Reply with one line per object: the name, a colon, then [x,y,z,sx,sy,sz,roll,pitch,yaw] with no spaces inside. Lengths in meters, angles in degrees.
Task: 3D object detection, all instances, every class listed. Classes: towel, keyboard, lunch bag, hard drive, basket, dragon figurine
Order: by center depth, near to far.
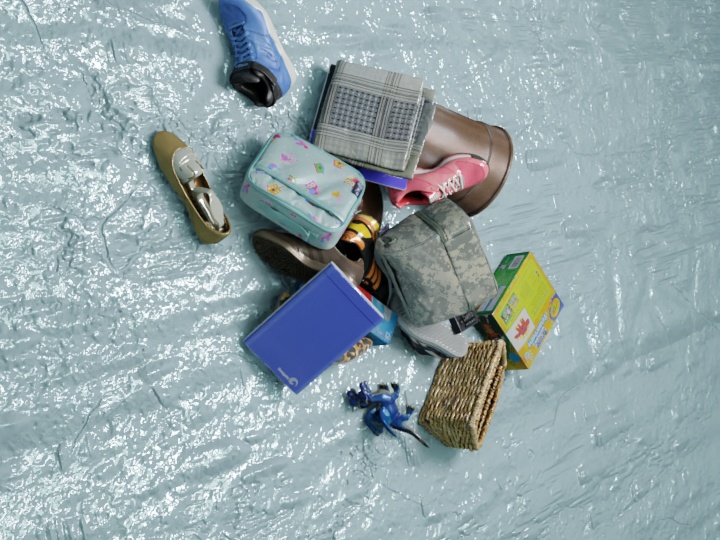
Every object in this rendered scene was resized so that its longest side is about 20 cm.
hard drive: [-0.078,0.098,1.587,0.200,0.025,0.132,-41,105,9]
lunch bag: [-0.095,-0.134,1.607,0.199,0.077,0.161,30,49,-1]
towel: [0.029,-0.274,1.700,0.199,0.035,0.194,16,71,0]
lunch bag: [0.131,-0.010,1.709,0.167,0.139,0.201,-30,121,-9]
dragon figurine: [0.048,0.275,1.767,0.099,0.059,0.201,-44,114,-38]
keyboard: [0.158,0.027,1.843,0.127,0.021,0.201,-25,90,-43]
basket: [0.235,0.254,1.887,0.143,0.148,0.201,43,57,-31]

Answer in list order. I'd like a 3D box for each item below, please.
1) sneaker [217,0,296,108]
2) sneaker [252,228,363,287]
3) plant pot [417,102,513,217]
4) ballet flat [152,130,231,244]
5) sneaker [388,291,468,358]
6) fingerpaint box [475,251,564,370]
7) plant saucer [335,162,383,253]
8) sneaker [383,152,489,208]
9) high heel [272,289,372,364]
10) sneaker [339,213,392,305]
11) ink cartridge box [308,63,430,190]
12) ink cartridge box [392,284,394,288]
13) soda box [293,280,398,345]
sneaker: [-0.191,-0.370,1.608,0.200,0.076,0.111,59,41,-29]
sneaker: [-0.088,-0.025,1.627,0.199,0.071,0.076,29,50,2]
plant pot: [0.161,-0.231,1.858,0.198,0.200,0.202,23,69,-32]
ballet flat: [-0.263,-0.138,1.520,0.069,0.063,0.201,-41,112,-39]
sneaker: [0.114,0.114,1.841,0.200,0.079,0.079,39,58,-25]
fingerpaint box: [0.341,0.088,2.061,0.167,0.073,0.200,53,53,-24]
plant saucer: [-0.021,-0.127,1.769,0.200,0.037,0.202,6,81,-43]
sneaker: [0.144,-0.154,1.753,0.087,0.199,0.074,-95,170,-48]
high heel: [-0.062,0.095,1.673,0.199,0.071,0.144,-10,98,-35]
sneaker: [0.000,0.000,1.724,0.090,0.070,0.201,-45,136,-41]
ink cartridge box: [0.013,-0.265,1.737,0.197,0.043,0.201,14,72,0]
ink cartridge box: [0.117,-0.040,1.882,0.199,0.044,0.095,-25,104,-43]
soda box: [-0.024,0.064,1.718,0.200,0.068,0.064,37,61,-34]
